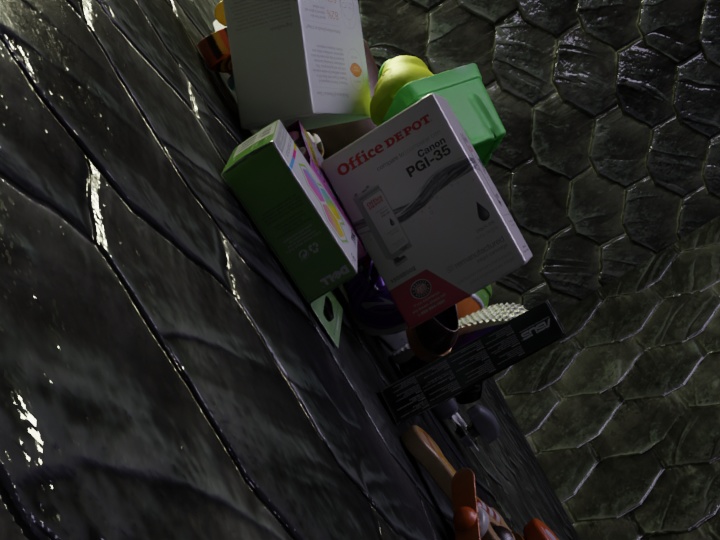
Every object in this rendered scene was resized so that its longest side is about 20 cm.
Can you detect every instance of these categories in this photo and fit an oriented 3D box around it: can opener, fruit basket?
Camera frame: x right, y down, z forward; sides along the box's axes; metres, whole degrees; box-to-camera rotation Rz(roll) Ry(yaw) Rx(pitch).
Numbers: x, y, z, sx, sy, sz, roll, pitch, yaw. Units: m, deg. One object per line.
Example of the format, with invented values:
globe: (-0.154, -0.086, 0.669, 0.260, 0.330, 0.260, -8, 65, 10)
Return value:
can opener: (0.129, 0.173, 1.518, 0.201, 0.066, 0.053, 56, 5, -28)
fruit basket: (0.058, -0.172, 1.293, 0.215, 0.155, 0.218, 26, -53, 41)

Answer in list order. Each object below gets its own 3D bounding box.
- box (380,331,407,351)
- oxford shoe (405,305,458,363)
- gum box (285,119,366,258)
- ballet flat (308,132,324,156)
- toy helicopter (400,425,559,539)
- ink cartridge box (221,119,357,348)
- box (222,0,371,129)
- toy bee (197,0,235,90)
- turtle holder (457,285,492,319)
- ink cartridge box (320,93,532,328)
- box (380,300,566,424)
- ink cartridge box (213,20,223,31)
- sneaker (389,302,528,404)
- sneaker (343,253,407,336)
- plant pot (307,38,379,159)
box: (0.000, 0.000, 1.441, 0.201, 0.041, 0.156, 63, 7, 26)
oxford shoe: (0.079, 0.005, 1.295, 0.073, 0.071, 0.202, -56, -135, 51)
gum box: (-0.058, -0.077, 1.185, 0.114, 0.066, 0.200, 57, 6, -22)
ballet flat: (-0.085, -0.165, 1.441, 0.069, 0.063, 0.200, 58, 6, -1)
toy helicopter: (0.101, 0.229, 1.044, 0.200, 0.079, 0.132, 50, 10, 26)
ink cartridge box: (-0.049, -0.037, 1.034, 0.201, 0.059, 0.104, 57, 10, -16)
box: (-0.076, -0.278, 1.315, 0.152, 0.105, 0.202, -11, 95, -61)
toy bee: (-0.141, -0.292, 1.400, 0.132, 0.108, 0.200, 56, 6, -17)
turtle holder: (0.095, 0.045, 1.541, 0.184, 0.133, 0.141, 7, -17, 40)
ink cartridge box: (0.069, -0.063, 1.140, 0.201, 0.146, 0.083, 61, 14, 3)
box: (0.127, 0.101, 1.190, 0.048, 0.199, 0.193, 62, 5, 6)
ink cartridge box: (-0.136, -0.344, 1.579, 0.076, 0.136, 0.200, 49, 9, -30)
sneaker: (0.139, 0.111, 1.354, 0.069, 0.199, 0.100, -30, 95, -55)
sneaker: (0.006, -0.003, 1.251, 0.200, 0.080, 0.084, 55, -15, 44)
plant pot: (-0.019, -0.203, 1.592, 0.201, 0.186, 0.187, 59, 5, 8)
